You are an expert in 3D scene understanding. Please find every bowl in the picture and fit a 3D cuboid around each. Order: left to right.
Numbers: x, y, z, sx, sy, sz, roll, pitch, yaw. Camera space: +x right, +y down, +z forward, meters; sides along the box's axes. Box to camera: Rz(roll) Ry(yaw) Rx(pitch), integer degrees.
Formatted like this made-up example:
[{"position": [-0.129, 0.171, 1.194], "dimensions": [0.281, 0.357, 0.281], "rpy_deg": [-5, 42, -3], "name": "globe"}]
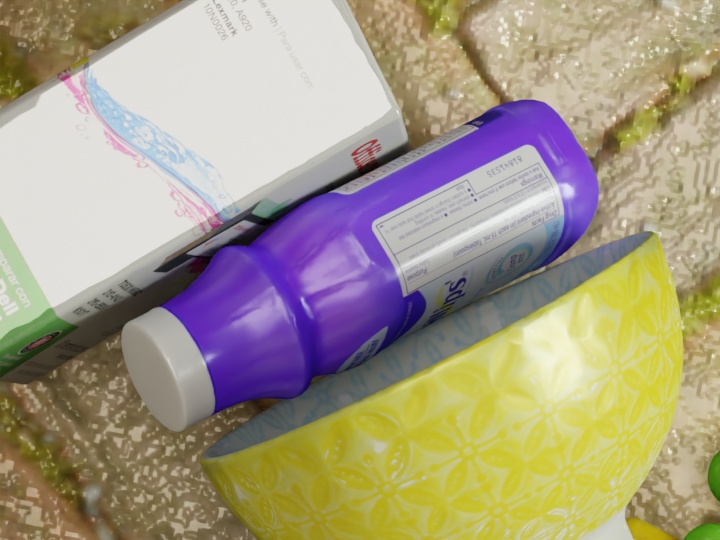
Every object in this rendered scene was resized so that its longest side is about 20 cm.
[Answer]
[{"position": [0.049, 0.075, 0.976], "dimensions": [0.199, 0.200, 0.108], "rpy_deg": [-27, 92, 1], "name": "bowl"}]

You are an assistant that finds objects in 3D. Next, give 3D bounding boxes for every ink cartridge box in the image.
[{"position": [-0.082, -0.039, 1.014], "dimensions": [0.199, 0.145, 0.084], "rpy_deg": [-30, 85, 1], "name": "ink cartridge box"}]

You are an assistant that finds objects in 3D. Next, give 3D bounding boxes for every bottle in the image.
[{"position": [0.000, 0.000, 1.003], "dimensions": [0.199, 0.084, 0.066], "rpy_deg": [-27, 79, -26], "name": "bottle"}]

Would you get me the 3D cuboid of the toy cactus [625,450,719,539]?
[{"position": [0.195, 0.141, 1.017], "dimensions": [0.199, 0.102, 0.166], "rpy_deg": [-30, 94, -7], "name": "toy cactus"}]
